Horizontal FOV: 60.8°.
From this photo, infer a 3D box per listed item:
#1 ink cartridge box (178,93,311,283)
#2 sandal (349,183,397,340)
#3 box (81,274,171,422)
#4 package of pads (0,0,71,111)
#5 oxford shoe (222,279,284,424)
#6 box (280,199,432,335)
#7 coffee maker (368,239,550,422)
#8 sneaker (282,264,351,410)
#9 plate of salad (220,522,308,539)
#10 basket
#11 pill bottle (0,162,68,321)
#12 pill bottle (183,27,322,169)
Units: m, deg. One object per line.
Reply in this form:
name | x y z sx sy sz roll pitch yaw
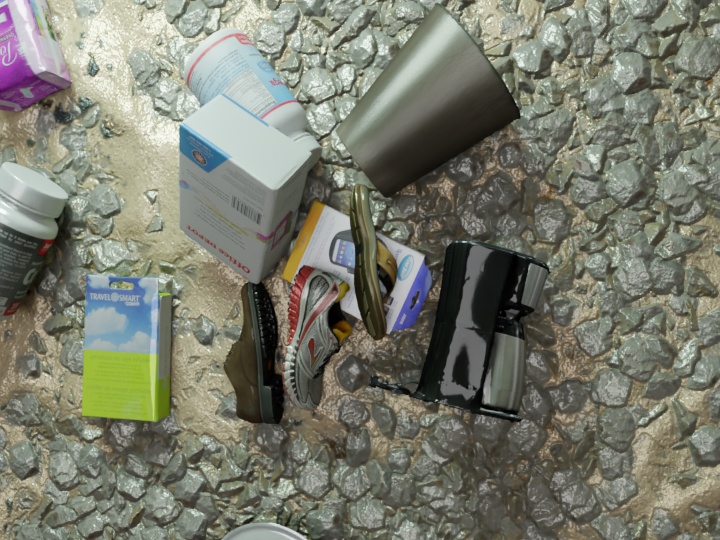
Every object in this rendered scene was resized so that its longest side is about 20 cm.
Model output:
ink cartridge box | -0.156 -0.098 0.796 0.143 0.202 0.085 34 52 7
sandal | 0.021 -0.013 0.802 0.052 0.080 0.207 -5 86 -14
box | -0.341 0.111 0.899 0.118 0.048 0.207 2 91 7
package of pads | -0.519 -0.353 0.906 0.118 0.076 0.205 -19 88 10
oxford shoe | -0.159 0.114 0.862 0.082 0.073 0.207 -3 89 12
box | 0.000 0.000 0.855 0.196 0.041 0.121 27 94 4
coffee maker | 0.131 0.069 0.771 0.187 0.134 0.206 16 81 -20
sneaker | -0.056 0.099 0.824 0.080 0.078 0.206 11 112 12
plate of salad | -0.124 0.449 0.872 0.194 0.048 0.207 2 100 12
basket | 0.074 -0.204 0.798 0.198 0.136 0.182 -38 84 10
pill bottle | -0.514 -0.042 0.889 0.112 0.114 0.203 32 95 6
pill bottle | -0.142 -0.216 0.837 0.108 0.109 0.201 -39 86 6
